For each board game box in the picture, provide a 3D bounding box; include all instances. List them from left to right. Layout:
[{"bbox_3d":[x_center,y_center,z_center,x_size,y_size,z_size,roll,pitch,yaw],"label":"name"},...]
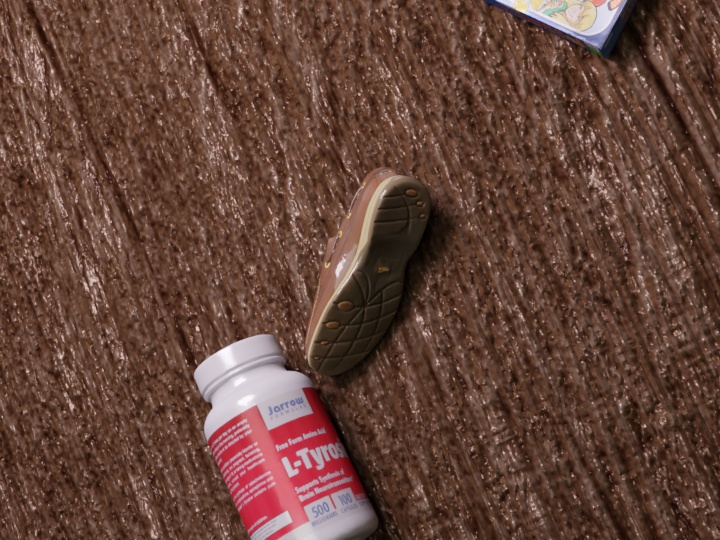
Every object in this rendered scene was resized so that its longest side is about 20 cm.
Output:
[{"bbox_3d":[0.207,-0.308,1.105,0.135,0.034,0.202,29,96,23],"label":"board game box"}]

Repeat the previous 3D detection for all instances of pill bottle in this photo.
[{"bbox_3d":[-0.073,0.166,1.128,0.112,0.112,0.202,-32,73,16],"label":"pill bottle"}]

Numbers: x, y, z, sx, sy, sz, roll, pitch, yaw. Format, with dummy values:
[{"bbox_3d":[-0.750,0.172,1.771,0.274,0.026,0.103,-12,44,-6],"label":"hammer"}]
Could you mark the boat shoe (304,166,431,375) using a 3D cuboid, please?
[{"bbox_3d":[0.000,0.000,1.148,0.068,0.071,0.202,41,111,55],"label":"boat shoe"}]
